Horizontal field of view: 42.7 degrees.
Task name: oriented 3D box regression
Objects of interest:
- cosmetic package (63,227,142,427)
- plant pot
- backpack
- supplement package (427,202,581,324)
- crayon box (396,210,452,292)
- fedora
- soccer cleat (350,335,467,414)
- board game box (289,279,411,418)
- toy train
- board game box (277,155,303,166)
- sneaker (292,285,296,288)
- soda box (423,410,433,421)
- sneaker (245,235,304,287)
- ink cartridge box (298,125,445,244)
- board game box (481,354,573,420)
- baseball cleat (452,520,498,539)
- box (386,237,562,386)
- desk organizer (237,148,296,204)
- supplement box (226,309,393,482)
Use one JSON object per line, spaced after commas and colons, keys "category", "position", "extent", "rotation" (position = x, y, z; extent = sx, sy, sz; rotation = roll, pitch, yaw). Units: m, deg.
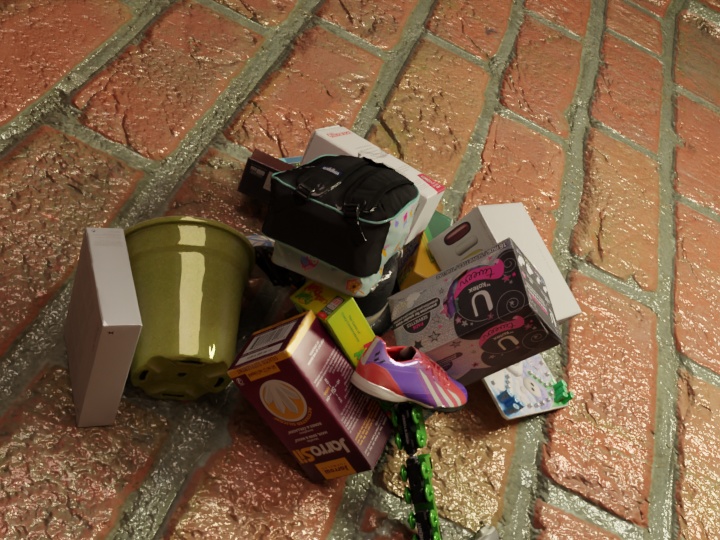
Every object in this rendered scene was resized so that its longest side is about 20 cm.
{"category": "cosmetic package", "position": [-0.319, 0.072, 1.129], "extent": [0.051, 0.201, 0.152], "rotation": [2, 48, -26]}
{"category": "plant pot", "position": [-0.234, 0.061, 1.215], "extent": [0.197, 0.201, 0.187], "rotation": [8, 55, -22]}
{"category": "backpack", "position": [-0.019, -0.069, 1.208], "extent": [0.173, 0.155, 0.200], "rotation": [20, 33, 15]}
{"category": "supplement package", "position": [0.223, 0.012, 1.424], "extent": [0.155, 0.110, 0.202], "rotation": [-8, 67, -54]}
{"category": "crayon box", "position": [0.088, 0.008, 1.478], "extent": [0.051, 0.126, 0.201], "rotation": [26, 41, -10]}
{"category": "fedora", "position": [0.000, 0.000, 1.339], "extent": [0.198, 0.092, 0.203], "rotation": [22, 45, -23]}
{"category": "soccer cleat", "position": [0.076, 0.137, 1.199], "extent": [0.198, 0.074, 0.068], "rotation": [16, 11, -39]}
{"category": "board game box", "position": [-0.010, 0.109, 1.237], "extent": [0.047, 0.201, 0.101], "rotation": [-40, 33, -16]}
{"category": "toy train", "position": [0.077, 0.271, 1.210], "extent": [0.056, 0.041, 0.204], "rotation": [1, 79, -70]}
{"category": "board game box", "position": [-0.067, -0.111, 1.573], "extent": [0.149, 0.047, 0.201], "rotation": [-11, 54, -36]}
{"category": "sneaker", "position": [-0.033, -0.004, 1.468], "extent": [0.197, 0.078, 0.078], "rotation": [8, 15, -33]}
{"category": "soda box", "position": [0.095, 0.144, 1.388], "extent": [0.063, 0.069, 0.201], "rotation": [34, 41, -6]}
{"category": "sneaker", "position": [-0.132, -0.021, 1.330], "extent": [0.072, 0.199, 0.073], "rotation": [-39, 115, -29]}
{"category": "ink cartridge box", "position": [0.016, -0.133, 1.397], "extent": [0.198, 0.084, 0.145], "rotation": [31, 18, 9]}
{"category": "board game box", "position": [0.239, 0.132, 1.461], "extent": [0.198, 0.026, 0.202], "rotation": [1, 54, -50]}
{"category": "baseball cleat", "position": [0.125, 0.408, 1.159], "extent": [0.199, 0.070, 0.107], "rotation": [-29, 80, -40]}
{"category": "box", "position": [0.156, 0.069, 1.267], "extent": [0.132, 0.198, 0.116], "rotation": [40, 30, -47]}
{"category": "desk organizer", "position": [-0.090, -0.137, 1.498], "extent": [0.197, 0.072, 0.077], "rotation": [23, 40, -4]}
{"category": "supplement box", "position": [-0.062, 0.165, 1.185], "extent": [0.201, 0.109, 0.086], "rotation": [55, 38, -18]}
